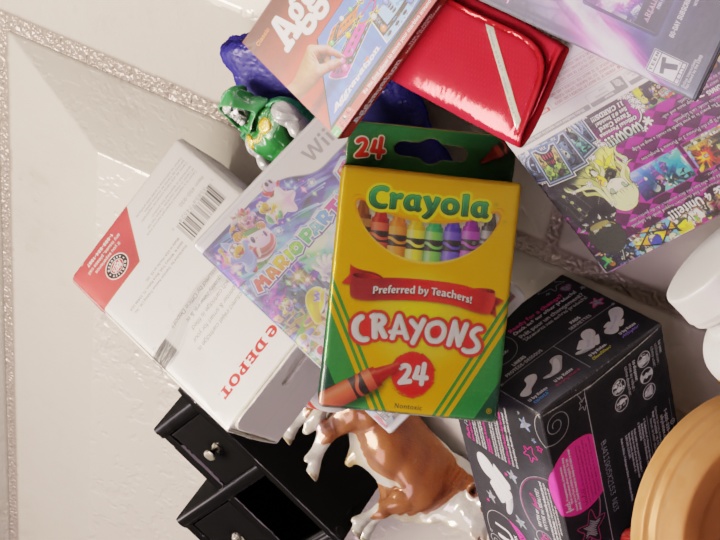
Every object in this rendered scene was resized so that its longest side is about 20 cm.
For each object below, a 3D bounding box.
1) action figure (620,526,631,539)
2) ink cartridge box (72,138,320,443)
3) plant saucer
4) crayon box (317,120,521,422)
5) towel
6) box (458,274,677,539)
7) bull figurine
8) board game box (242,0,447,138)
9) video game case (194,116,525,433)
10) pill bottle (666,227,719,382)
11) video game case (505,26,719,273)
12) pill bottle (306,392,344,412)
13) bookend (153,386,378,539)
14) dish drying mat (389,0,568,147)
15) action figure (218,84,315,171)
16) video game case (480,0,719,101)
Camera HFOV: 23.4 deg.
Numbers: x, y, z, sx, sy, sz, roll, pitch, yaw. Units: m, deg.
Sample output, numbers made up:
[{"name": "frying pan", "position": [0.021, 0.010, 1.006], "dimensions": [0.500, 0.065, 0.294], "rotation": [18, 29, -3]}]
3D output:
[{"name": "action figure", "position": [0.182, 0.284, 1.272], "dimensions": [0.099, 0.201, 0.065], "rotation": [17, 161, -34]}, {"name": "ink cartridge box", "position": [-0.104, 0.017, 1.356], "dimensions": [0.200, 0.147, 0.083], "rotation": [41, -175, 28]}, {"name": "plant saucer", "position": [0.291, 0.187, 1.271], "dimensions": [0.200, 0.200, 0.037], "rotation": [55, 165, -19]}, {"name": "crayon box", "position": [0.041, 0.000, 1.215], "dimensions": [0.126, 0.051, 0.201], "rotation": [5, 94, -2]}, {"name": "towel", "position": [-0.006, -0.107, 1.316], "dimensions": [0.147, 0.050, 0.200], "rotation": [-8, 123, 34]}, {"name": "box", "position": [0.162, 0.129, 1.330], "dimensions": [0.115, 0.132, 0.201], "rotation": [29, 144, 46]}, {"name": "bull figurine", "position": [0.027, 0.168, 1.498], "dimensions": [0.200, 0.121, 0.065], "rotation": [53, 177, -6]}, {"name": "board game box", "position": [0.008, -0.198, 1.172], "dimensions": [0.103, 0.019, 0.200], "rotation": [46, 118, 17]}, {"name": "video game case", "position": [0.000, 0.000, 1.255], "dimensions": [0.200, 0.018, 0.143], "rotation": [44, 97, -7]}, {"name": "pill bottle", "position": [0.310, 0.059, 1.203], "dimensions": [0.200, 0.113, 0.113], "rotation": [43, 137, -8]}, {"name": "video game case", "position": [0.195, -0.112, 1.160], "dimensions": [0.200, 0.036, 0.181], "rotation": [-30, 107, 33]}, {"name": "pill bottle", "position": [-0.089, 0.048, 1.452], "dimensions": [0.199, 0.113, 0.113], "rotation": [10, 131, 26]}, {"name": "bookend", "position": [-0.117, 0.183, 1.604], "dimensions": [0.200, 0.092, 0.199], "rotation": [45, 137, -8]}, {"name": "dish drying mat", "position": [0.045, -0.158, 1.177], "dimensions": [0.200, 0.018, 0.077], "rotation": [32, 110, 29]}, {"name": "action figure", "position": [-0.027, -0.066, 1.293], "dimensions": [0.200, 0.055, 0.118], "rotation": [42, 138, -4]}, {"name": "video game case", "position": [0.149, -0.212, 1.083], "dimensions": [0.199, 0.019, 0.143], "rotation": [26, 115, 9]}]
